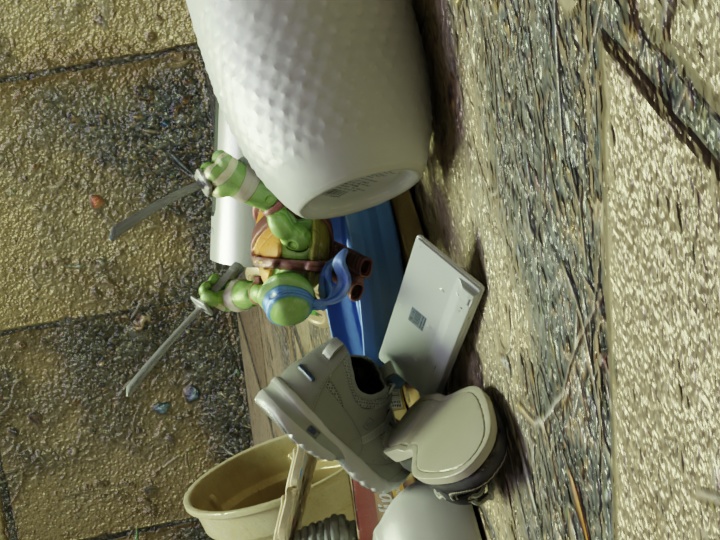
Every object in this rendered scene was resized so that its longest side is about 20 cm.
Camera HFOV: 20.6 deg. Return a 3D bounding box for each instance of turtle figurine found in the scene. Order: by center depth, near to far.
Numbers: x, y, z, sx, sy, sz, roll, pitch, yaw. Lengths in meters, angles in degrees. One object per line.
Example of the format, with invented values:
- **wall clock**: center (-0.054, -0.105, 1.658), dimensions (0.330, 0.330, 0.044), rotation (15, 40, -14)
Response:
- **turtle figurine**: center (-0.095, -0.040, 1.424), dimensions (0.194, 0.199, 0.144), rotation (-82, -29, -48)

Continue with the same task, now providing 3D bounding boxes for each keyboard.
- **keyboard**: center (0.046, 0.037, 1.359), dimensions (0.056, 0.011, 0.200), rotation (45, 157, 14)

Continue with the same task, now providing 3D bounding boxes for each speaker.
- **speaker**: center (-0.077, -0.103, 1.583), dimensions (0.081, 0.081, 0.201), rotation (-132, 43, -76)

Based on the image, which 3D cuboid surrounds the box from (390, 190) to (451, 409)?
- **box**: center (0.037, 0.019, 1.517), dimensions (0.164, 0.021, 0.200), rotation (90, 169, -49)

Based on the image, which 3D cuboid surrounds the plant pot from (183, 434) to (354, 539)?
- **plant pot**: center (-0.050, 0.275, 1.964), dimensions (0.200, 0.200, 0.184), rotation (-131, 20, -76)

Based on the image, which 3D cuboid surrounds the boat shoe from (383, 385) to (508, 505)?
- **boat shoe**: center (0.071, 0.123, 1.333), dimensions (0.063, 0.073, 0.200), rotation (38, 172, -9)

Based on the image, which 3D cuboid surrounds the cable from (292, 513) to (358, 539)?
- **cable**: center (-0.015, 0.300, 1.631), dimensions (0.200, 0.069, 0.200), rotation (-97, -3, -52)

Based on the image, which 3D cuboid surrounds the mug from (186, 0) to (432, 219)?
- **mug**: center (-0.019, -0.128, 1.361), dimensions (0.200, 0.147, 0.176), rotation (30, -139, -73)

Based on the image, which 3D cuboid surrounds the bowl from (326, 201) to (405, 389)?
- **bowl**: center (0.000, 0.000, 1.533), dimensions (0.201, 0.039, 0.201), rotation (171, 90, -81)

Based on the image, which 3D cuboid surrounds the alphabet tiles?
- **alphabet tiles**: center (-0.052, 0.173, 1.656), dimensions (0.196, 0.015, 0.201), rotation (90, -167, -76)

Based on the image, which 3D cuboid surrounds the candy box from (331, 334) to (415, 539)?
- **candy box**: center (0.011, 0.128, 1.650), dimensions (0.200, 0.055, 0.116), rotation (-102, 4, -69)

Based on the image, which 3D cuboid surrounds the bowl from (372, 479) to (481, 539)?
- **bowl**: center (0.056, 0.269, 1.489), dimensions (0.200, 0.074, 0.200), rotation (89, 169, -57)

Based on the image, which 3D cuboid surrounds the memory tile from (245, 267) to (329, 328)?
- **memory tile**: center (-0.043, -0.013, 1.732), dimensions (0.153, 0.017, 0.200), rotation (28, 147, 21)

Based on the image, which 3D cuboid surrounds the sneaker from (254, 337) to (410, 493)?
- **sneaker**: center (0.005, 0.104, 1.435), dimensions (0.075, 0.082, 0.200), rotation (46, -175, 26)
